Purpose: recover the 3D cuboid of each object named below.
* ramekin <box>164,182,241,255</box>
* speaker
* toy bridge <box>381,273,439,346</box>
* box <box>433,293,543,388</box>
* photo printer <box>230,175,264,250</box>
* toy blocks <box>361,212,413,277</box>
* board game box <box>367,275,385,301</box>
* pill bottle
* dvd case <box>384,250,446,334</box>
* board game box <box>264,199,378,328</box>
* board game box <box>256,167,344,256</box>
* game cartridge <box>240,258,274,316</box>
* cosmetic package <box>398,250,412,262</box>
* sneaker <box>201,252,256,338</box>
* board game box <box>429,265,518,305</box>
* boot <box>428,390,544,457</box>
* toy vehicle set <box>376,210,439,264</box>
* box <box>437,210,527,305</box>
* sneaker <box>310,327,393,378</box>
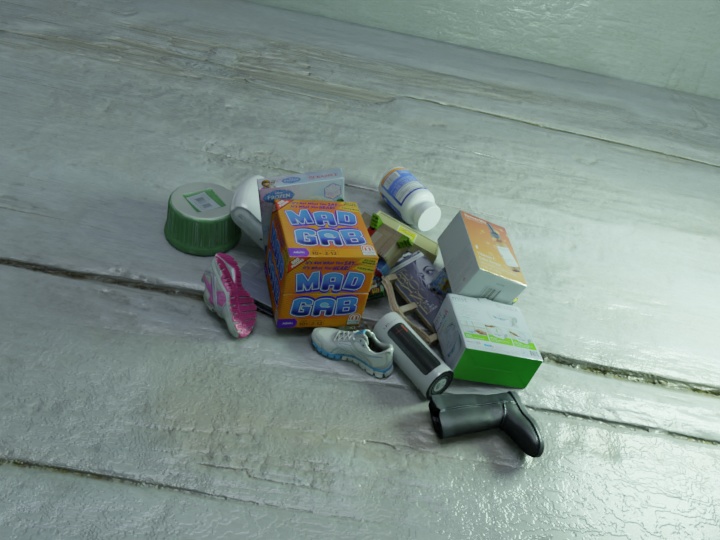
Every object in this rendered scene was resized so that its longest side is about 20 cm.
[{"bbox_3d":[-0.398,-0.138,1.680,0.195,0.099,0.202,9,37,-6],"label":"ramekin"},{"bbox_3d":[0.111,0.183,1.444,0.080,0.083,0.200,-16,46,-33],"label":"speaker"},{"bbox_3d":[0.106,0.093,1.545,0.066,0.027,0.202,-14,62,-47],"label":"toy bridge"},{"bbox_3d":[0.284,0.156,1.492,0.195,0.098,0.178,10,36,-18],"label":"box"},{"bbox_3d":[-0.237,-0.138,1.673,0.200,0.069,0.168,45,33,-20],"label":"photo printer"},{"bbox_3d":[0.021,-0.053,1.623,0.137,0.100,0.199,-47,48,-12],"label":"toy blocks"},{"bbox_3d":[0.000,0.000,1.649,0.102,0.024,0.202,-16,43,6],"label":"board game box"},{"bbox_3d":[0.146,-0.205,1.918,0.110,0.114,0.201,-13,45,-30],"label":"pill bottle"},{"bbox_3d":[0.163,0.049,1.636,0.147,0.016,0.201,-26,68,-40],"label":"dvd case"},{"bbox_3d":[-0.097,-0.016,1.481,0.195,0.203,0.202,0,41,-19],"label":"board game box"},{"bbox_3d":[-0.135,-0.132,1.534,0.195,0.202,0.042,-10,45,-10],"label":"board game box"},{"bbox_3d":[-0.207,0.049,1.557,0.197,0.039,0.130,25,35,14],"label":"game cartridge"},{"bbox_3d":[0.065,-0.051,1.749,0.082,0.051,0.199,-23,50,-39],"label":"cosmetic package"},{"bbox_3d":[-0.298,0.067,1.475,0.081,0.088,0.203,12,48,-50],"label":"sneaker"},{"bbox_3d":[0.272,0.036,1.659,0.198,0.062,0.201,-16,62,-47],"label":"board game box"},{"bbox_3d":[0.249,0.313,1.328,0.195,0.067,0.166,2,30,-19],"label":"boot"},{"bbox_3d":[0.120,-0.091,1.776,0.197,0.027,0.124,30,19,3],"label":"toy vehicle set"},{"bbox_3d":[0.289,-0.022,1.593,0.149,0.107,0.203,16,41,-26],"label":"box"},{"bbox_3d":[-0.014,0.154,1.437,0.196,0.088,0.075,19,39,10],"label":"sneaker"}]
